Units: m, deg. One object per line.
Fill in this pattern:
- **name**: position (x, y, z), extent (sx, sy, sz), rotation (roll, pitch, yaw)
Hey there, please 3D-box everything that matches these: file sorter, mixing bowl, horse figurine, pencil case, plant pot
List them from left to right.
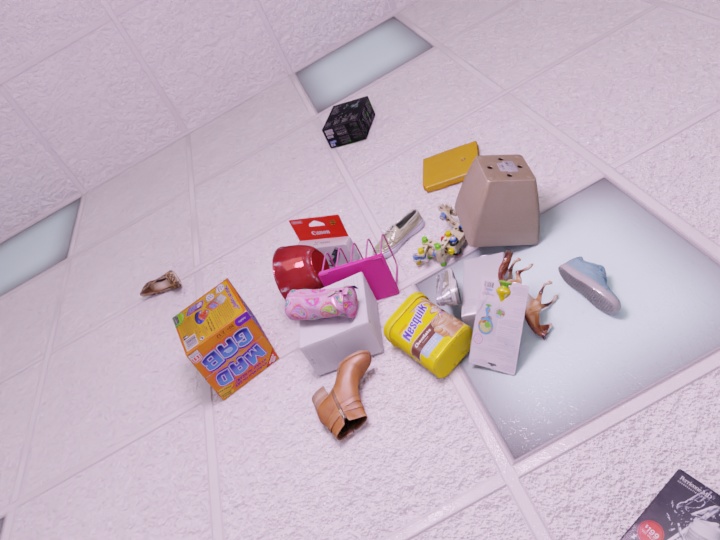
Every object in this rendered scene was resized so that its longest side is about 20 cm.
- **mixing bowl**: position (-0.156, 0.006, 1.810), extent (0.106, 0.201, 0.203), rotation (-22, 36, 26)
- **pencil case**: position (-0.100, 0.083, 1.593), extent (0.195, 0.088, 0.089), rotation (-6, 42, 30)
- **file sorter**: position (0.000, 0.000, 1.780), extent (0.195, 0.141, 0.127), rotation (-16, 35, 17)
- **plant pot**: position (0.374, -0.200, 1.664), extent (0.193, 0.181, 0.202), rotation (-3, 38, -4)
- **horse figurine**: position (0.389, 0.051, 1.460), extent (0.133, 0.200, 0.050), rotation (-46, 0, -24)

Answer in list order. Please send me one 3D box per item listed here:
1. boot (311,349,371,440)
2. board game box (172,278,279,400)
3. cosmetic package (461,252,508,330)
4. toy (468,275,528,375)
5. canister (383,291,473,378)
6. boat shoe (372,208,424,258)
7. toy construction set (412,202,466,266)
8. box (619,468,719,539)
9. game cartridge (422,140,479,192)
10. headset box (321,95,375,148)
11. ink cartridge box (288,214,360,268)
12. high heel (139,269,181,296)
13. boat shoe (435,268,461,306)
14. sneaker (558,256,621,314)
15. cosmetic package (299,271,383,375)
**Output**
- **boot**: position (-0.022, 0.300, 1.499), extent (0.199, 0.077, 0.155), rotation (-39, 36, -7)
- **board game box**: position (-0.386, 0.193, 1.765), extent (0.198, 0.202, 0.200), rotation (-35, 37, -8)
- **cosmetic package**: position (0.316, 0.058, 1.548), extent (0.110, 0.082, 0.203), rotation (-10, 40, 24)
- **toy**: position (0.322, 0.123, 1.421), extent (0.113, 0.207, 0.047), rotation (12, 10, 32)
- **canister**: position (0.169, 0.157, 1.525), extent (0.149, 0.087, 0.199), rotation (-45, 41, -11)
- **boat shoe**: position (0.108, -0.114, 1.896), extent (0.199, 0.063, 0.072), rotation (-41, 38, -12)
- **toy construction set**: position (0.239, -0.097, 1.776), extent (0.129, 0.092, 0.203), rotation (9, 63, 40)
- **box**: position (0.524, 0.449, 0.941), extent (0.181, 0.105, 0.199), rotation (-39, 38, -15)
- **game cartridge**: position (0.302, -0.343, 2.058), extent (0.195, 0.033, 0.179), rotation (-17, 39, 21)
- **headset box**: position (-0.045, -0.616, 2.545), extent (0.170, 0.094, 0.203), rotation (-10, 41, 25)
- **ink cartridge box**: position (-0.118, -0.084, 1.922), extent (0.195, 0.176, 0.044), rotation (-3, 43, 31)
- **high heel**: position (-0.726, 0.062, 2.244), extent (0.141, 0.073, 0.199), rotation (-37, 20, -20)
- **boat shoe**: position (0.216, 0.046, 1.584), extent (0.063, 0.077, 0.202), rotation (-14, 14, 5)
- **sneaker**: position (0.548, 0.021, 1.437), extent (0.081, 0.075, 0.201), rotation (-34, 38, -1)
- **cosmetic package**: position (-0.053, 0.142, 1.664), extent (0.195, 0.124, 0.202), rotation (-22, 38, 12)
